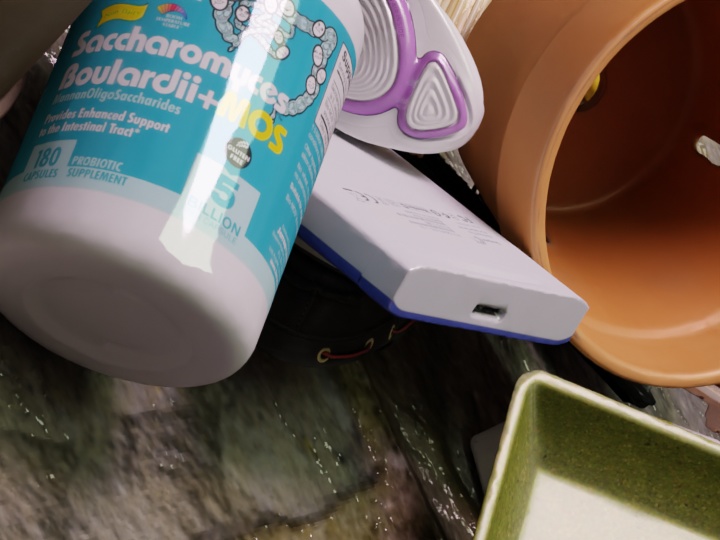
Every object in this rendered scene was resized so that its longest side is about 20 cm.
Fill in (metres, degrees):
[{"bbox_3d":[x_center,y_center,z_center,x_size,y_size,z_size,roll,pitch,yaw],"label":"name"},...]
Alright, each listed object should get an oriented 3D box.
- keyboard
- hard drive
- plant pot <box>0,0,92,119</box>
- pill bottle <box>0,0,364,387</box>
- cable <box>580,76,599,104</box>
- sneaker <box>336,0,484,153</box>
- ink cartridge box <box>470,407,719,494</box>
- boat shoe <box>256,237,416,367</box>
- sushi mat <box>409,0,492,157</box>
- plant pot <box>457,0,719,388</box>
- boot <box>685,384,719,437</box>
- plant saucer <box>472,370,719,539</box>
[{"bbox_3d":[0.077,-0.018,1.431,0.200,0.040,0.104,48,-1,-3],"label":"keyboard"},{"bbox_3d":[-0.011,-0.037,1.250,0.200,0.025,0.132,39,17,34],"label":"hard drive"},{"bbox_3d":[-0.150,-0.157,1.075,0.200,0.173,0.200,40,35,-36],"label":"plant pot"},{"bbox_3d":[-0.065,-0.064,1.140,0.111,0.111,0.200,40,56,-36],"label":"pill bottle"},{"bbox_3d":[0.156,-0.039,1.566,0.050,0.097,0.200,-25,65,-37],"label":"cable"},{"bbox_3d":[-0.018,-0.120,1.317,0.200,0.075,0.100,38,11,20],"label":"sneaker"},{"bbox_3d":[0.145,0.138,1.433,0.200,0.067,0.117,22,47,-52],"label":"ink cartridge box"},{"bbox_3d":[-0.002,-0.001,1.318,0.074,0.063,0.201,31,15,11],"label":"boat shoe"},{"bbox_3d":[0.022,-0.151,1.409,0.096,0.012,0.200,22,62,4],"label":"sushi mat"},{"bbox_3d":[0.132,-0.065,1.349,0.200,0.200,0.140,40,0,-37],"label":"plant pot"},{"bbox_3d":[0.178,0.014,1.506,0.200,0.107,0.075,34,9,14],"label":"boot"},{"bbox_3d":[0.129,0.170,1.282,0.200,0.048,0.200,22,62,-8],"label":"plant saucer"}]
